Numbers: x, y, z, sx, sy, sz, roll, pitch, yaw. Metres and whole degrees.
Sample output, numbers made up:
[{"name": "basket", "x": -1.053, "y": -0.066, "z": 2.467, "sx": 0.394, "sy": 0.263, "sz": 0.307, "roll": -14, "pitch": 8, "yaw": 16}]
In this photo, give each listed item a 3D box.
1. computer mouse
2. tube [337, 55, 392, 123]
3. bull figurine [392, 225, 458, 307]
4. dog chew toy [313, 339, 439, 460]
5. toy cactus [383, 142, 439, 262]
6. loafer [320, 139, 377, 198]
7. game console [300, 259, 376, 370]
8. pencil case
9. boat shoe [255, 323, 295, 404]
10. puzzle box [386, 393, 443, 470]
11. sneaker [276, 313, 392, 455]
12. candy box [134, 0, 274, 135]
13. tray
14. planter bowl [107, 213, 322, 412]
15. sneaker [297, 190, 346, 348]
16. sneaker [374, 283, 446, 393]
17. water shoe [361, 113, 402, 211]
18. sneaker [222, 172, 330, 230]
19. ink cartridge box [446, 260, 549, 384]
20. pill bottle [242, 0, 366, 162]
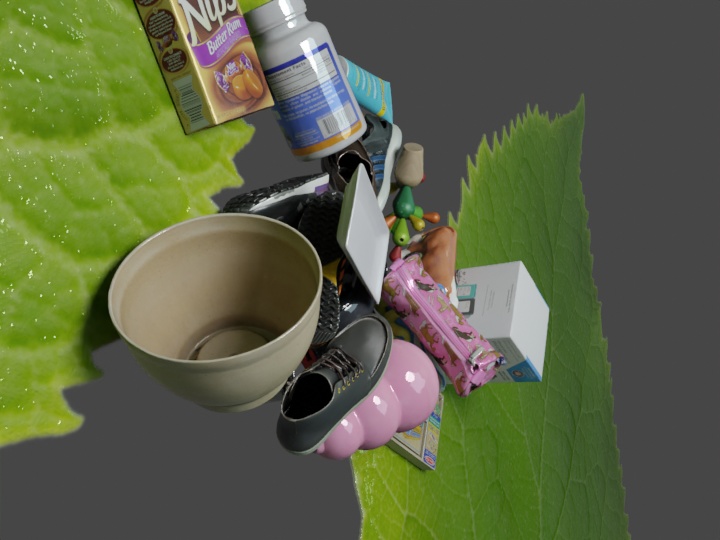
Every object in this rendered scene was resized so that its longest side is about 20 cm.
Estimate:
[{"name": "computer mouse", "x": 0.000, "y": 0.000, "z": 0.948, "sx": 0.200, "sy": 0.046, "sz": 0.141, "roll": -55, "pitch": 140, "yaw": -49}, {"name": "tube", "x": 0.006, "y": -0.294, "z": 1.115, "sx": 0.200, "sy": 0.050, "sz": 0.078, "roll": 3, "pitch": 87, "yaw": -62}, {"name": "bull figurine", "x": 0.111, "y": 0.020, "z": 1.119, "sx": 0.065, "sy": 0.121, "sz": 0.201, "roll": 43, "pitch": 48, "yaw": -43}, {"name": "dog chew toy", "x": 0.010, "y": 0.171, "z": 0.880, "sx": 0.200, "sy": 0.124, "sz": 0.125, "roll": -29, "pitch": 107, "yaw": -39}, {"name": "toy cactus", "x": 0.079, "y": -0.120, "z": 1.098, "sx": 0.200, "sy": 0.102, "sz": 0.166, "roll": -63, "pitch": 165, "yaw": -52}, {"name": "loafer", "x": -0.008, "y": -0.141, "z": 0.957, "sx": 0.200, "sy": 0.073, "sz": 0.071, "roll": -108, "pitch": -158, "yaw": -44}, {"name": "game console", "x": -0.037, "y": 0.074, "z": 0.967, "sx": 0.200, "sy": 0.031, "sz": 0.177, "roll": 64, "pitch": 33, "yaw": -25}, {"name": "pencil case", "x": 0.106, "y": 0.073, "z": 0.932, "sx": 0.083, "sy": 0.087, "sz": 0.200, "roll": -20, "pitch": 63, "yaw": -41}, {"name": "boat shoe", "x": -0.112, "y": 0.056, "z": 0.810, "sx": 0.072, "sy": 0.068, "sz": 0.201, "roll": 11, "pitch": 73, "yaw": -56}, {"name": "puzzle box", "x": 0.073, "y": 0.224, "z": 1.097, "sx": 0.200, "sy": 0.025, "sz": 0.134, "roll": 44, "pitch": 47, "yaw": -43}, {"name": "sneaker", "x": -0.020, "y": 0.115, "z": 0.782, "sx": 0.200, "sy": 0.075, "sz": 0.106, "roll": -53, "pitch": 167, "yaw": -28}, {"name": "candy box", "x": -0.185, "y": -0.271, "z": 0.796, "sx": 0.117, "sy": 0.056, "sz": 0.201, "roll": -40, "pitch": 114, "yaw": -53}, {"name": "tray", "x": 0.004, "y": -0.039, "z": 0.841, "sx": 0.200, "sy": 0.022, "sz": 0.108, "roll": 61, "pitch": 37, "yaw": -66}, {"name": "planter bowl", "x": -0.135, "y": 0.057, "z": 0.689, "sx": 0.201, "sy": 0.199, "sz": 0.135, "roll": -63, "pitch": 160, "yaw": -43}, {"name": "sneaker", "x": -0.053, "y": 0.000, "z": 0.865, "sx": 0.090, "sy": 0.070, "sz": 0.201, "roll": 120, "pitch": -22, "yaw": -71}, {"name": "sneaker", "x": 0.091, "y": 0.077, "z": 1.006, "sx": 0.076, "sy": 0.105, "sz": 0.200, "roll": 26, "pitch": 28, "yaw": -53}, {"name": "water shoe", "x": 0.005, "y": -0.153, "z": 1.069, "sx": 0.079, "sy": 0.071, "sz": 0.201, "roll": 25, "pitch": 60, "yaw": -19}, {"name": "sneaker", "x": -0.091, "y": -0.067, "z": 0.875, "sx": 0.200, "sy": 0.075, "sz": 0.088, "roll": -30, "pitch": 113, "yaw": -56}, {"name": "ink cartridge box", "x": 0.193, "y": 0.094, "z": 1.157, "sx": 0.147, "sy": 0.199, "sz": 0.146, "roll": 49, "pitch": 46, "yaw": -40}, {"name": "pill bottle", "x": -0.078, "y": -0.256, "z": 0.906, "sx": 0.201, "sy": 0.112, "sz": 0.112, "roll": 65, "pitch": 36, "yaw": -22}]
